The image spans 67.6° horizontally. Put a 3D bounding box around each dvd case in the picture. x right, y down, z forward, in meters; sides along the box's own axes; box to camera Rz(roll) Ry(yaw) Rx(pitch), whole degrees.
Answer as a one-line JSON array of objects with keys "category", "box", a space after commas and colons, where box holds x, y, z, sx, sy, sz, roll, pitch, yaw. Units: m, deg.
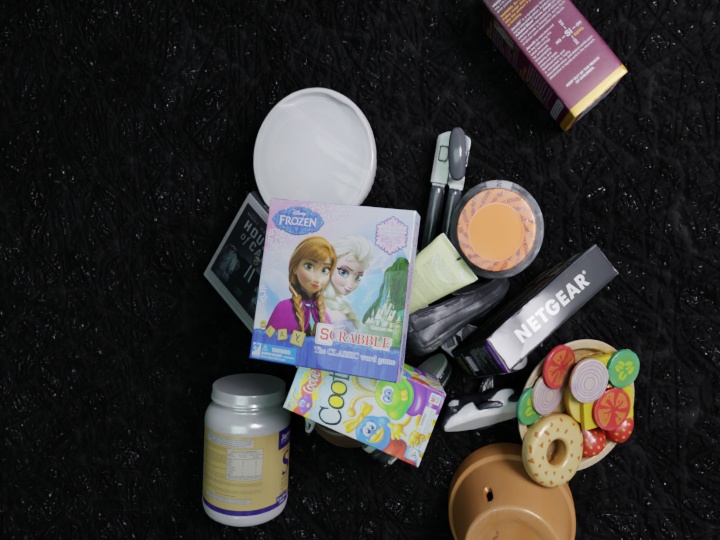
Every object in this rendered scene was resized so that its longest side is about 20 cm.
[{"category": "dvd case", "box": [-0.171, -0.005, 0.887, 0.151, 0.025, 0.201, 47, 126, 9]}]

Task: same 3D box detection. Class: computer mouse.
[{"category": "computer mouse", "box": [0.154, 0.116, 0.816, 0.194, 0.111, 0.045, 19, 125, 5]}]

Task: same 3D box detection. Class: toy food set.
[{"category": "toy food set", "box": [0.306, 0.194, 0.758, 0.193, 0.049, 0.205, -11, 103, -11]}]

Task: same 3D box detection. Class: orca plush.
[{"category": "orca plush", "box": [0.210, 0.182, 0.812, 0.195, 0.105, 0.073, -24, 56, 17]}]

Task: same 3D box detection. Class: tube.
[{"category": "tube", "box": [0.055, 0.032, 0.712, 0.198, 0.057, 0.053, -35, 60, 30]}]

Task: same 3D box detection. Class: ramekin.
[{"category": "ramekin", "box": [-0.062, -0.171, 0.845, 0.195, 0.094, 0.211, 1, 95, 15]}]

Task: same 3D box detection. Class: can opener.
[{"category": "can opener", "box": [0.125, -0.109, 0.813, 0.051, 0.067, 0.208, 10, 96, 14]}]

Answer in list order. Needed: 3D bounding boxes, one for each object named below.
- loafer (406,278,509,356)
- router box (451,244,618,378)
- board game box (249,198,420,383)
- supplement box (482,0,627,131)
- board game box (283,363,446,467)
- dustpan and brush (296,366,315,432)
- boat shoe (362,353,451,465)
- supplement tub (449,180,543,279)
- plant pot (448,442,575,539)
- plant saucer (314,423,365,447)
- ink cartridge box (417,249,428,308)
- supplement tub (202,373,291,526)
[{"category": "loafer", "box": [0.138, 0.047, 0.776, 0.197, 0.068, 0.072, -30, 86, -27]}, {"category": "router box", "box": [0.224, 0.060, 0.719, 0.198, 0.149, 0.052, -38, 83, -14]}, {"category": "board game box", "box": [-0.032, 0.021, 0.673, 0.193, 0.041, 0.208, 5, 85, 14]}, {"category": "supplement box", "box": [0.259, -0.307, 0.741, 0.085, 0.110, 0.202, -38, 84, 13]}, {"category": "board game box", "box": [0.005, 0.168, 0.748, 0.194, 0.103, 0.108, 23, 92, 0]}, {"category": "dustpan and brush", "box": [-0.069, 0.147, 0.844, 0.136, 0.057, 0.207, 5, 74, 32]}, {"category": "boat shoe", "box": [0.083, 0.220, 0.850, 0.060, 0.076, 0.201, 37, 106, -11]}, {"category": "supplement tub", "box": [0.184, -0.055, 0.733, 0.118, 0.200, 0.128, 1, 94, 14]}, {"category": "plant pot", "box": [0.220, 0.380, 0.786, 0.193, 0.140, 0.208, 1, 95, 14]}, {"category": "plant saucer", "box": [-0.024, 0.173, 0.855, 0.194, 0.034, 0.208, -8, 74, 29]}, {"category": "ink cartridge box", "box": [0.012, -0.013, 0.785, 0.193, 0.069, 0.119, 4, 56, -15]}, {"category": "supplement tub", "box": [-0.186, 0.288, 0.885, 0.140, 0.145, 0.208, 5, 96, 14]}]
